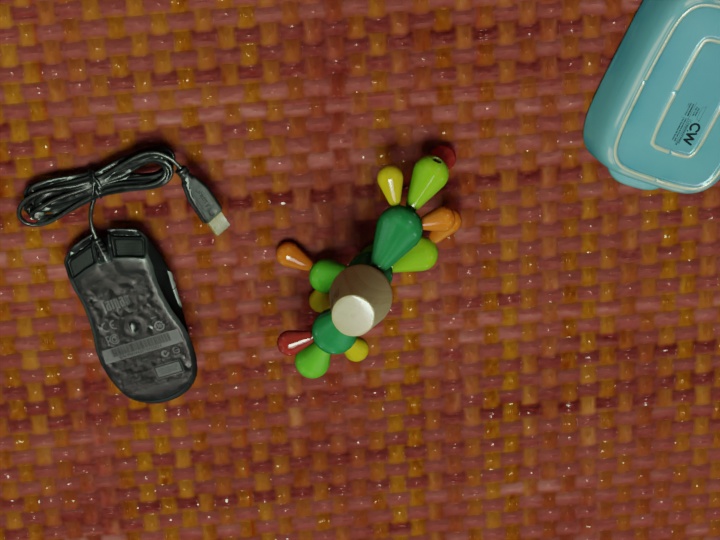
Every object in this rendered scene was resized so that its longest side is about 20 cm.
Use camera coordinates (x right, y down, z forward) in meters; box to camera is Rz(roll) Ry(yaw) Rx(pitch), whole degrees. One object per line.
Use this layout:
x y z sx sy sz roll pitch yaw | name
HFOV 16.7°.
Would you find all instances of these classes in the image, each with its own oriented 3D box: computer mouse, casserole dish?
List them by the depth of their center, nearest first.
0.244 -0.134 1.796 0.121 0.039 0.200 16 121 -16 | casserole dish
-0.153 -0.004 1.835 0.140 0.046 0.200 -22 111 13 | computer mouse

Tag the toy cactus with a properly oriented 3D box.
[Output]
0.000 0.000 1.790 0.102 0.165 0.200 42 107 -6 | toy cactus
